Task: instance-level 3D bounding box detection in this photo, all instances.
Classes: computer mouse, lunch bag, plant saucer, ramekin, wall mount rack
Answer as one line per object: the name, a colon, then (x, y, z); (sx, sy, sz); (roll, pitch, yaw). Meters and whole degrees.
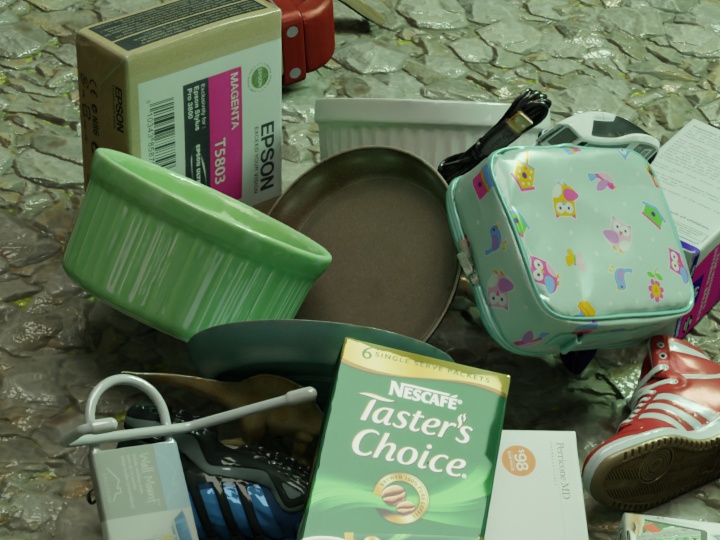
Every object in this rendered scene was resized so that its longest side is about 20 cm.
computer mouse: (0.159, -0.101, 1.737); (0.200, 0.110, 0.044); (3, 51, -45)
lunch bag: (0.160, -0.012, 1.661); (0.200, 0.077, 0.161); (-3, 70, -42)
plant saucer: (0.000, 0.000, 1.711); (0.200, 0.200, 0.032); (40, 5, 37)
ramekin: (0.060, -0.090, 1.826); (0.200, 0.105, 0.200); (2, 4, 0)
wall mount rack: (-0.106, 0.155, 1.449); (0.173, 0.075, 0.200); (-6, 76, -32)
ramekin: (-0.131, -0.009, 1.664); (0.200, 0.098, 0.200); (25, 5, -2)
plant saucer: (-0.029, 0.077, 1.588); (0.200, 0.200, 0.027); (6, 72, -4)

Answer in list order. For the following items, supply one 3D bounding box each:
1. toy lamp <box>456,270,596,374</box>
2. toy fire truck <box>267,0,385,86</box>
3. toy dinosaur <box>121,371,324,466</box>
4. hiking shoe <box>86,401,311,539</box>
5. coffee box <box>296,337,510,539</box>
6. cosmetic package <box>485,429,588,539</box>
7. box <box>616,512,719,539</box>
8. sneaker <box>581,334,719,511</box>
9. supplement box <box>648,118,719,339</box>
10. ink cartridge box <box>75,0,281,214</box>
toy lamp: (0.103, 0.021, 1.781); (0.200, 0.058, 0.058); (28, 40, 22)
toy fire truck: (-0.061, -0.253, 2.099); (0.200, 0.129, 0.176); (-18, 42, -18)
toy dinosaur: (-0.072, 0.103, 1.576); (0.200, 0.101, 0.058); (16, 54, 5)
hiking shoe: (-0.086, 0.166, 1.528); (0.200, 0.087, 0.074); (25, 5, 4)
coffee box: (0.025, 0.147, 1.429); (0.123, 0.044, 0.200); (14, 57, 0)
cosmetic package: (0.079, 0.204, 1.459); (0.150, 0.052, 0.200); (3, 58, -11)
box: (0.285, 0.230, 1.536); (0.200, 0.035, 0.110); (7, 35, -2)
sneaker: (0.220, 0.113, 1.657); (0.200, 0.071, 0.112); (-12, 43, -38)
supplement box: (0.275, -0.035, 1.852); (0.103, 0.101, 0.200); (24, 38, 22)
ink cartridge box: (-0.147, -0.119, 1.795); (0.165, 0.200, 0.075); (-23, 37, -35)
